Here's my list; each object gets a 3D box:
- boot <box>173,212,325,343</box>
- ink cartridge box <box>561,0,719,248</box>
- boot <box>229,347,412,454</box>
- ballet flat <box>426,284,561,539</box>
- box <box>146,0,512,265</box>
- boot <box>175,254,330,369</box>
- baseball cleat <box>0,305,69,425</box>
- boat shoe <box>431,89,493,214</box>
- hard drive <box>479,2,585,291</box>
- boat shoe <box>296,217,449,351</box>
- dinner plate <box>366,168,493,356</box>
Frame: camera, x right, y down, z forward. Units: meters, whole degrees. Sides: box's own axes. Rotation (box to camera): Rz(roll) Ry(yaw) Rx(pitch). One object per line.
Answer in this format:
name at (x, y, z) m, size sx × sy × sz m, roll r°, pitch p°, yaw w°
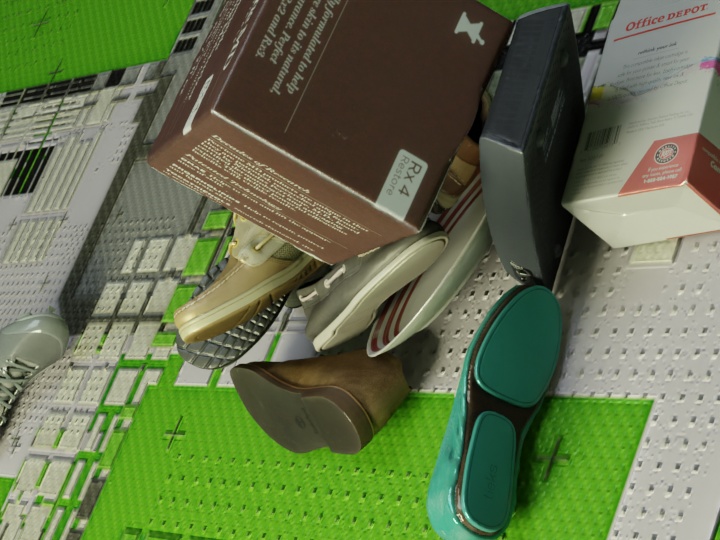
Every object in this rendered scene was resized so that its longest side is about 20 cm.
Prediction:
boot at (-0.092, -0.054, 1.492) m, size 0.199 × 0.156 × 0.073 m, roll -37°, pitch -1°, yaw -14°
ink cartridge box at (0.225, -0.124, 1.382) m, size 0.116 × 0.067 × 0.202 m, roll -9°, pitch 56°, yaw 48°
boot at (-0.031, 0.095, 1.534) m, size 0.075 × 0.074 × 0.199 m, roll -38°, pitch 23°, yaw -26°
ballet flat at (0.086, 0.101, 1.365) m, size 0.070 × 0.067 × 0.202 m, roll -31°, pitch 35°, yaw 54°
box at (-0.026, -0.122, 1.367) m, size 0.167 × 0.163 × 0.200 m, roll -65°, pitch 13°, yaw -15°
boot at (-0.065, 0.010, 1.595) m, size 0.067 × 0.131 × 0.201 m, roll 32°, pitch 80°, yaw 18°
baseball cleat at (-0.346, 0.120, 1.907) m, size 0.200 × 0.069 × 0.107 m, roll -38°, pitch 42°, yaw 40°
boat shoe at (0.077, -0.113, 1.524) m, size 0.074 × 0.076 × 0.200 m, roll -44°, pitch 16°, yaw 23°
hard drive at (0.123, -0.081, 1.367) m, size 0.042 × 0.200 × 0.136 m, roll 11°, pitch 64°, yaw 16°
boat shoe at (0.000, 0.000, 1.469) m, size 0.057 × 0.066 × 0.200 m, roll 61°, pitch 147°, yaw 11°
dinner plate at (0.068, -0.015, 1.476) m, size 0.201 × 0.024 × 0.200 m, roll -54°, pitch 9°, yaw 12°
